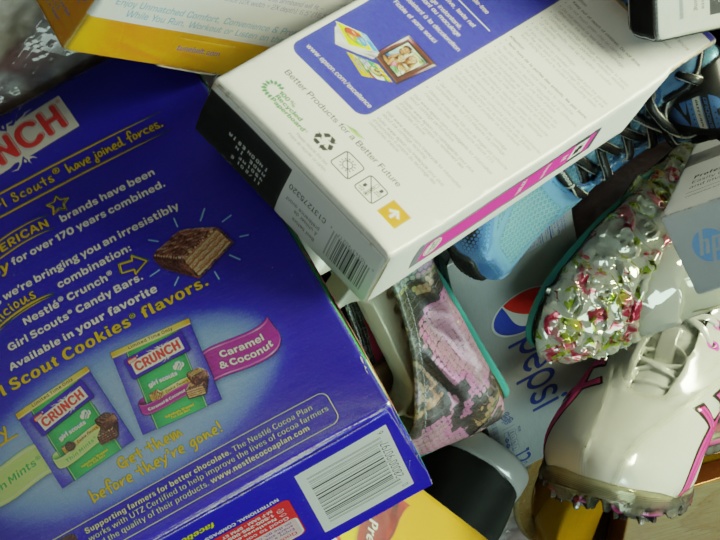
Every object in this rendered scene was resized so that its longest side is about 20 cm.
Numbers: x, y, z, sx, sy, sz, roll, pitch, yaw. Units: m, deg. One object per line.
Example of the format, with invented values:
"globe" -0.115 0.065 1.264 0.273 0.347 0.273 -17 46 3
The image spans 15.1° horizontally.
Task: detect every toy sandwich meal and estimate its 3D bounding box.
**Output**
"toy sandwich meal" 0.171 0.109 1.457 0.205 0.070 0.205 -21 146 -15

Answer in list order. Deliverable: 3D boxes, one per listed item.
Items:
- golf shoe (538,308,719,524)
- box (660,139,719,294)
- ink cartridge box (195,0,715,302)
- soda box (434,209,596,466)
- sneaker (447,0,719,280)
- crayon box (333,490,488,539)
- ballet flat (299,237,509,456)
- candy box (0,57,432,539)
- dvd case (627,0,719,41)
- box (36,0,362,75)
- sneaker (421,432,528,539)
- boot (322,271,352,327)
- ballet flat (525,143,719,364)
"golf shoe" 0.132 0.051 1.235 0.200 0.073 0.092 -38 140 -65
"box" 0.220 -0.072 1.126 0.156 0.041 0.200 -19 -162 27
"ink cartridge box" 0.040 -0.072 1.037 0.200 0.095 0.037 -34 163 -35
"soda box" 0.064 0.012 1.244 0.063 0.068 0.200 -28 147 -7
"sneaker" 0.107 -0.075 1.101 0.200 0.090 0.078 -51 147 -5
"crayon box" -0.009 0.145 1.141 0.051 0.127 0.200 -19 133 43
"ballet flat" 0.000 0.000 1.117 0.071 0.069 0.200 -35 123 -18
"candy box" -0.095 0.031 1.020 0.169 0.200 0.077 -28 149 -3
"dvd case" 0.191 -0.180 1.067 0.200 0.025 0.150 -14 111 -25
"box" -0.021 -0.156 0.982 0.119 0.041 0.200 6 129 -44
"sneaker" 0.021 0.148 1.331 0.099 0.071 0.200 -55 176 -22
"boot" -0.062 0.039 1.174 0.200 0.075 0.097 8 128 -47
"ballet flat" 0.149 -0.018 1.207 0.200 0.064 0.076 -44 148 -39
